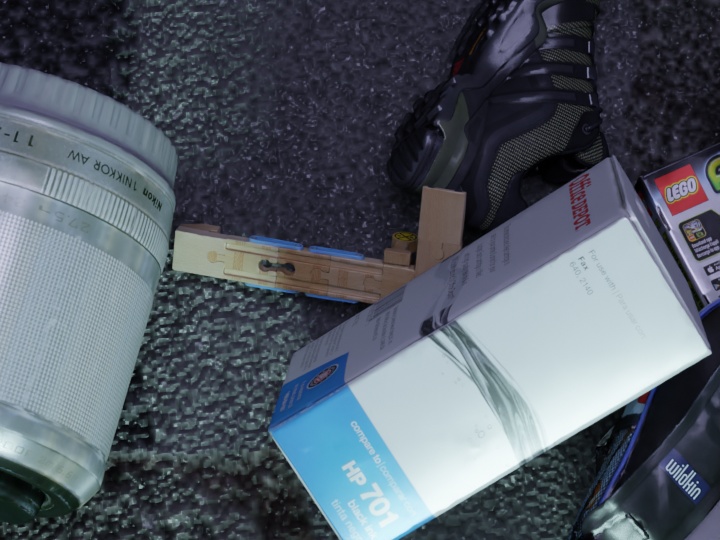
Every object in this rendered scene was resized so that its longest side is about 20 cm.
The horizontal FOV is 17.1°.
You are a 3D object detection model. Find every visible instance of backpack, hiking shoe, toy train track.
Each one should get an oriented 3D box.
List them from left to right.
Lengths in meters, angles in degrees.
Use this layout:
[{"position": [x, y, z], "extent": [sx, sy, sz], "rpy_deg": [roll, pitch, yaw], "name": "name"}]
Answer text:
[{"position": [0.000, 0.000, 1.276], "extent": [0.199, 0.033, 0.115], "rpy_deg": [9, 111, 8], "name": "toy train track"}, {"position": [0.098, -0.098, 1.307], "extent": [0.101, 0.076, 0.200], "rpy_deg": [41, 69, -14], "name": "hiking shoe"}, {"position": [0.206, 0.112, 1.198], "extent": [0.199, 0.154, 0.191], "rpy_deg": [26, 80, -3], "name": "backpack"}]

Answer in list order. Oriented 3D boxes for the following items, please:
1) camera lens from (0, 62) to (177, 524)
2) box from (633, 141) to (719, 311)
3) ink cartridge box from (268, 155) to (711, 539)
[{"position": [-0.186, 0.015, 1.200], "extent": [0.159, 0.160, 0.201], "rpy_deg": [14, 72, 1], "name": "camera lens"}, {"position": [0.261, -0.037, 1.306], "extent": [0.199, 0.035, 0.110], "rpy_deg": [-23, 75, -10], "name": "box"}, {"position": [0.063, 0.040, 1.175], "extent": [0.199, 0.146, 0.086], "rpy_deg": [-30, 99, 10], "name": "ink cartridge box"}]
